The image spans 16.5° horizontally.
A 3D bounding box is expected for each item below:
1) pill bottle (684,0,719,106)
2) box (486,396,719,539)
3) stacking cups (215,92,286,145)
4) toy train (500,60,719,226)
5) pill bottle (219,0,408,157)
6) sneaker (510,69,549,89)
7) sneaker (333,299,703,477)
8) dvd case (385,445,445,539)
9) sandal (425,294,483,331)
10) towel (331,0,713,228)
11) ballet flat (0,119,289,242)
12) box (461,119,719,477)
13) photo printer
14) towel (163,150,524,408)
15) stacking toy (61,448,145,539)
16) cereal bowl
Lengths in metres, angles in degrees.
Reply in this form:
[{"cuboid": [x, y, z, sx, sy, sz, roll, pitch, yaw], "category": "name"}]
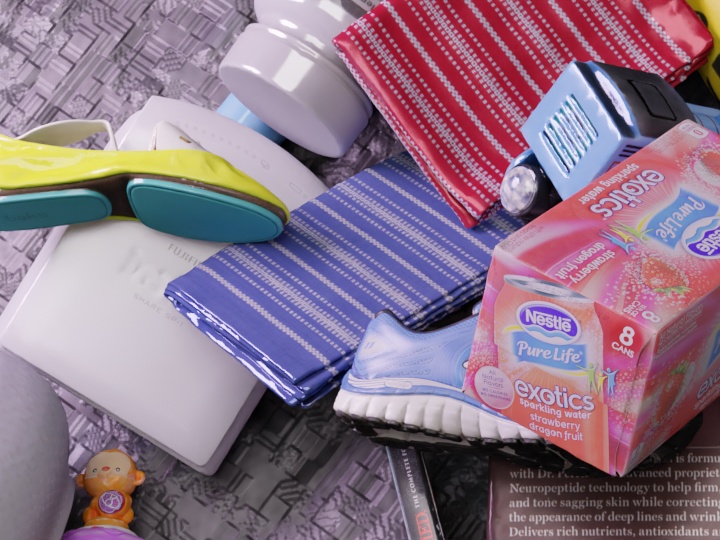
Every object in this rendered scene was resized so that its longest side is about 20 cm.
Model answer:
[{"cuboid": [0.261, -0.150, 1.551, 0.114, 0.114, 0.200, -28, 68, -1], "category": "pill bottle"}, {"cuboid": [0.163, 0.145, 1.434, 0.166, 0.164, 0.200, 0, 70, 10], "category": "box"}, {"cuboid": [-0.073, -0.087, 1.621, 0.060, 0.061, 0.200, 35, 84, 19], "category": "stacking cups"}, {"cuboid": [0.174, -0.053, 1.448, 0.114, 0.200, 0.087, -53, 47, 32], "category": "toy train"}, {"cuboid": [0.005, -0.177, 1.548, 0.114, 0.114, 0.200, 30, 78, 18], "category": "pill bottle"}, {"cuboid": [0.110, -0.163, 1.582, 0.077, 0.084, 0.200, 2, 49, -3], "category": "sneaker"}, {"cuboid": [0.088, 0.057, 1.350, 0.200, 0.079, 0.089, 9, 75, 14], "category": "sneaker"}, {"cuboid": [0.041, 0.163, 1.460, 0.022, 0.146, 0.200, -15, 69, 0], "category": "dvd case"}, {"cuboid": [0.070, -0.038, 1.569, 0.080, 0.057, 0.201, 19, 58, 15], "category": "sandal"}, {"cuboid": [0.101, -0.136, 1.496, 0.200, 0.022, 0.145, -36, 87, -17], "category": "towel"}, {"cuboid": [-0.140, -0.059, 1.490, 0.200, 0.067, 0.067, 2, 62, 7], "category": "ballet flat"}, {"cuboid": [0.154, 0.011, 1.298, 0.103, 0.095, 0.200, 29, 37, 25], "category": "box"}, {"cuboid": [-0.111, 0.003, 1.551, 0.166, 0.069, 0.200, 32, 86, -3], "category": "photo printer"}, {"cuboid": [0.000, 0.000, 1.473, 0.200, 0.024, 0.145, -30, 42, -25], "category": "towel"}, {"cuboid": [-0.157, 0.197, 1.515, 0.116, 0.110, 0.200, -4, 59, 11], "category": "stacking toy"}, {"cuboid": [-0.229, 0.153, 1.498, 0.083, 0.200, 0.200, 25, 74, -13], "category": "cereal bowl"}]
